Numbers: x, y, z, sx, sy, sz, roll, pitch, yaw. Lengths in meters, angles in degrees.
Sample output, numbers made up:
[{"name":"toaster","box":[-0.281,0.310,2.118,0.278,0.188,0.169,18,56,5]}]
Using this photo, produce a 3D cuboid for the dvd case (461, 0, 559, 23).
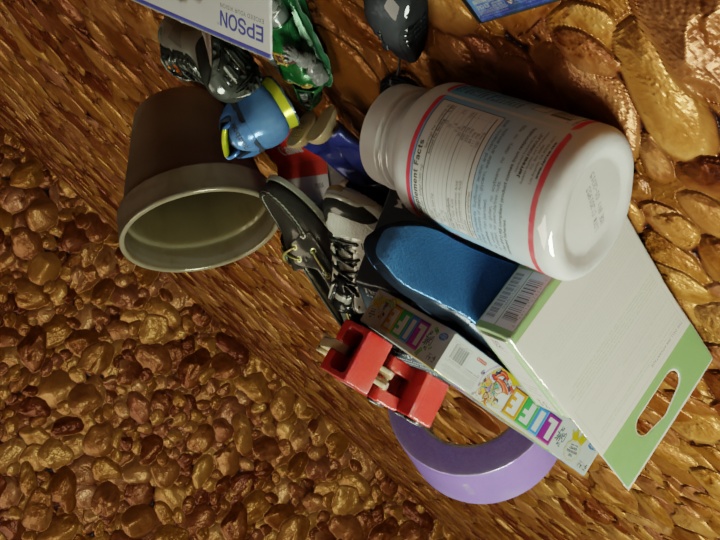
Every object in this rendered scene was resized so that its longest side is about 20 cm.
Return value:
[{"name":"dvd case","box":[0.055,-0.234,0.509,0.200,0.018,0.142,47,164,-23]}]

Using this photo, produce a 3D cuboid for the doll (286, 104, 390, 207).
[{"name":"doll","box":[0.015,-0.088,0.921,0.199,0.049,0.135,39,160,-29]}]

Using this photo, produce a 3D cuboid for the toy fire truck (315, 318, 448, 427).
[{"name":"toy fire truck","box":[0.007,0.093,0.852,0.140,0.049,0.199,32,172,-22]}]

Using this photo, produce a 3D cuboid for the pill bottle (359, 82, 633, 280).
[{"name":"pill bottle","box":[0.094,-0.077,0.670,0.198,0.109,0.109,28,160,41]}]

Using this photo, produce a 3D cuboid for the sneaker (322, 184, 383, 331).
[{"name":"sneaker","box":[0.000,0.000,0.941,0.075,0.088,0.202,19,151,33]}]

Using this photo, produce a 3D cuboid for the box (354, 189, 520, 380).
[{"name":"box","box":[0.095,0.029,0.889,0.145,0.109,0.201,15,155,20]}]

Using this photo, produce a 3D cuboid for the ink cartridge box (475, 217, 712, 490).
[{"name":"ink cartridge box","box":[0.195,0.058,0.724,0.201,0.146,0.048,49,162,-30]}]

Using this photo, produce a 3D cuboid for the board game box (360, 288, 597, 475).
[{"name":"board game box","box":[0.105,0.097,0.783,0.199,0.035,0.134,37,176,-29]}]

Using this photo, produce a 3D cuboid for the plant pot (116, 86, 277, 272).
[{"name":"plant pot","box":[-0.210,-0.122,1.106,0.201,0.195,0.177,83,173,-68]}]

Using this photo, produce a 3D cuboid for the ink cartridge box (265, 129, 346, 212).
[{"name":"ink cartridge box","box":[-0.060,-0.089,1.051,0.199,0.058,0.162,42,165,-21]}]

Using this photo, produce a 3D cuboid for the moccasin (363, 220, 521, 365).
[{"name":"moccasin","box":[0.089,0.011,0.722,0.199,0.081,0.068,36,172,-26]}]

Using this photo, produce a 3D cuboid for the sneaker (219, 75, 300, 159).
[{"name":"sneaker","box":[-0.118,-0.153,0.915,0.067,0.078,0.200,56,175,-16]}]

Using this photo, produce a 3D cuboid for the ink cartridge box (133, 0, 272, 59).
[{"name":"ink cartridge box","box":[-0.107,-0.266,0.582,0.196,0.047,0.204,30,133,35]}]

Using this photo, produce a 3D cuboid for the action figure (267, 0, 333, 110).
[{"name":"action figure","box":[-0.074,-0.216,0.805,0.117,0.055,0.201,27,163,33]}]

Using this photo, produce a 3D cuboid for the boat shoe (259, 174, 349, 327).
[{"name":"boat shoe","box":[-0.054,-0.019,1.033,0.202,0.061,0.071,51,161,-20]}]

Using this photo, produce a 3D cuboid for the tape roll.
[{"name":"tape roll","box":[0.134,0.153,1.023,0.198,0.201,0.085,28,161,36]}]

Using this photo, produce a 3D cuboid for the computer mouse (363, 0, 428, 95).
[{"name":"computer mouse","box":[0.024,-0.171,0.722,0.058,0.034,0.201,35,164,15]}]

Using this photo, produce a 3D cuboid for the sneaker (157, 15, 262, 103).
[{"name":"sneaker","box":[-0.148,-0.201,0.843,0.074,0.079,0.201,49,-172,-36]}]
